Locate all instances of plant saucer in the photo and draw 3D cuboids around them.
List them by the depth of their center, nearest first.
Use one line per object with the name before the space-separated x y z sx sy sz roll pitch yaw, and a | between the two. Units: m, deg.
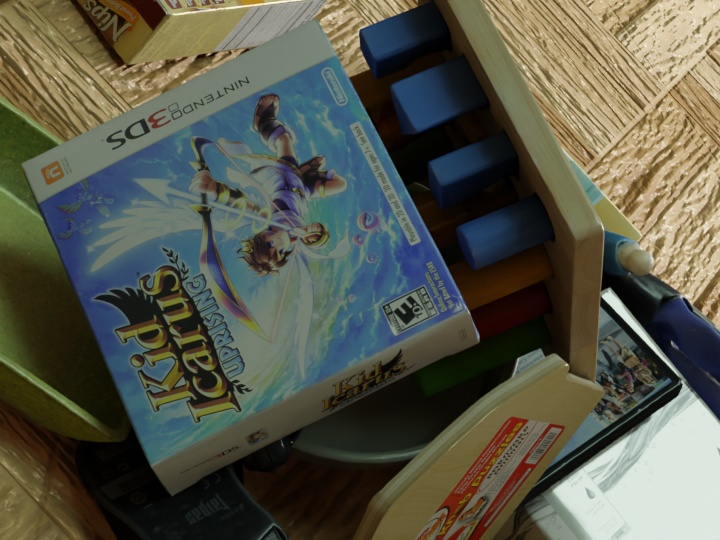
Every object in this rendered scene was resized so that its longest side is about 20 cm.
plant saucer | -0.200 -0.007 1.313 0.199 0.048 0.200 36 31 -16

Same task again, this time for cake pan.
cake pan | -0.006 0.030 1.404 0.199 0.037 0.201 6 57 -9

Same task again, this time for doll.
doll | 0.179 0.032 1.535 0.200 0.137 0.048 41 63 18

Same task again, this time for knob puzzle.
knob puzzle | 0.040 0.119 1.289 0.030 0.220 0.219 40 28 20

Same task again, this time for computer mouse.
computer mouse | -0.099 0.158 1.232 0.140 0.046 0.200 -31 51 -26

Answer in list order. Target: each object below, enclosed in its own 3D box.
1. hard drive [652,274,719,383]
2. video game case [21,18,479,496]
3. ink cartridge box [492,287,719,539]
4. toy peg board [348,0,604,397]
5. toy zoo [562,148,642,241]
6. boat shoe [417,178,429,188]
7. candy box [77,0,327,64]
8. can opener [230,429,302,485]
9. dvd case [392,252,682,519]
hard drive | 0.257 0.077 1.672 0.140 0.038 0.200 42 2 -39
video game case | -0.061 -0.011 1.271 0.200 0.181 0.045 63 0 28
ink cartridge box | 0.151 0.135 1.479 0.146 0.083 0.200 -35 81 -24
toy peg board | 0.046 -0.039 1.331 0.199 0.097 0.201 82 -17 -63
toy zoo | 0.136 -0.084 1.746 0.131 0.020 0.200 44 6 -25
boat shoe | 0.021 -0.070 1.562 0.199 0.074 0.067 23 42 -33
candy box | -0.118 -0.206 1.642 0.116 0.055 0.200 53 31 13
can opener | -0.077 0.021 1.324 0.063 0.078 0.201 89 -10 -72
dvd case | 0.077 0.038 1.450 0.142 0.018 0.200 -32 64 -23
